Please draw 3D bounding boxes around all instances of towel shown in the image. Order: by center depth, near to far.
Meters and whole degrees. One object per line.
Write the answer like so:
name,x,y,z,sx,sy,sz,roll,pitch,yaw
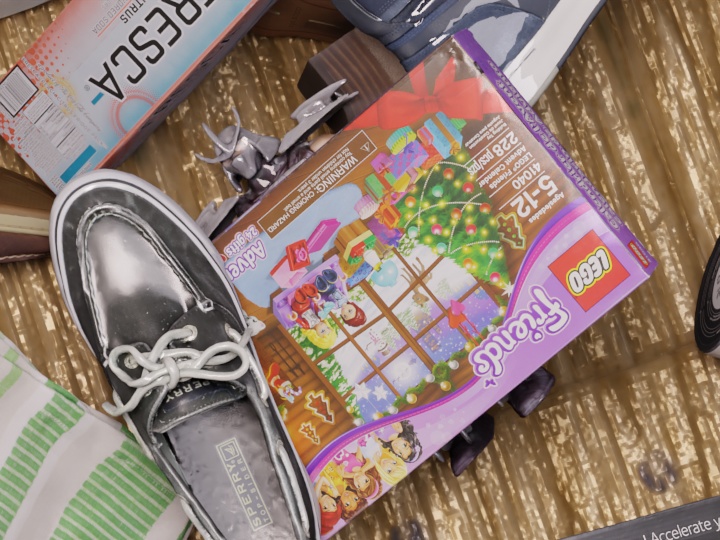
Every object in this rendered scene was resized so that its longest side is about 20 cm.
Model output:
towel,-0.150,0.119,1.294,0.023,0.200,0.153,16,73,36

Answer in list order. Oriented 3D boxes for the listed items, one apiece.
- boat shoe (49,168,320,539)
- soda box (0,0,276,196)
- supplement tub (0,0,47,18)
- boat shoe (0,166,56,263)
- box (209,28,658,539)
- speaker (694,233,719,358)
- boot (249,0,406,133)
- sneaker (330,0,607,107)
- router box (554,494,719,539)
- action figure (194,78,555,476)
boat shoe,-0.077,0.049,1.306,0.073,0.068,0.200,-22,94,-1
soda box,-0.083,-0.121,1.355,0.064,0.200,0.068,47,31,0
supplement tub,-0.192,-0.223,1.375,0.144,0.144,0.201,-18,81,-18
boat shoe,-0.229,-0.014,1.362,0.199,0.072,0.072,1,114,-29
box,0.013,0.008,1.342,0.200,0.039,0.137,-40,89,16
speaker,0.269,0.032,1.471,0.199,0.081,0.082,19,72,-10
boot,0.006,-0.160,1.461,0.146,0.070,0.201,-32,87,-26
sneaker,0.061,-0.177,1.408,0.146,0.077,0.203,41,63,-9
router box,0.173,0.183,1.422,0.199,0.051,0.150,-13,78,-18
action figure,0.000,0.000,1.396,0.200,0.069,0.130,45,113,-2
